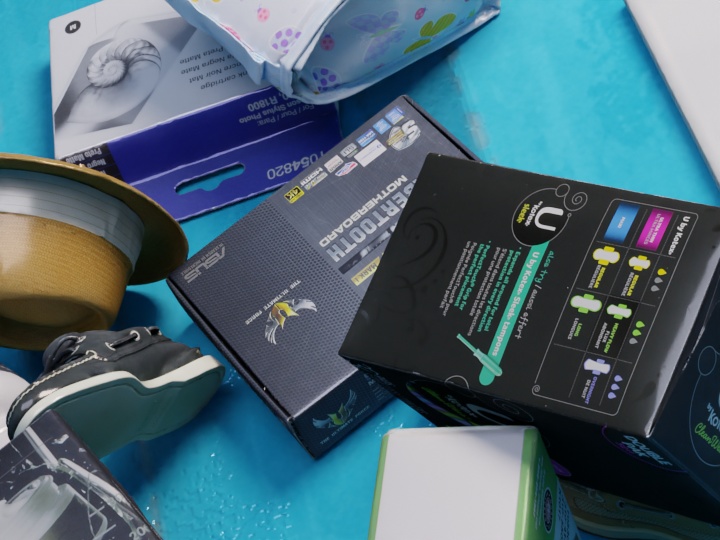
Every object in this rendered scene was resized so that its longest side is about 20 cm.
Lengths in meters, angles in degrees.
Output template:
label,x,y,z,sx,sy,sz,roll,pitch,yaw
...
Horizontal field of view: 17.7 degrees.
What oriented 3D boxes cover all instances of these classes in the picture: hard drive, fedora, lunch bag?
label,x,y,z,sx,sy,sz,roll,pitch,yaw
hard drive,0.254,-0.139,1.449,0.132,0.027,0.200,-24,49,5
fedora,-0.210,-0.003,1.450,0.200,0.201,0.082,-3,63,21
lunch bag,-0.028,-0.210,1.522,0.200,0.127,0.170,-31,55,-26

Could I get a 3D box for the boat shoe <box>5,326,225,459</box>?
label,x,y,z,sx,sy,sz,roll,pitch,yaw
boat shoe,-0.157,0.065,1.368,0.066,0.199,0.075,41,117,18

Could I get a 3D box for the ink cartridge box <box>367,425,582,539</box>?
label,x,y,z,sx,sy,sz,roll,pitch,yaw
ink cartridge box,0.067,0.191,1.165,0.084,0.200,0.145,-4,53,17

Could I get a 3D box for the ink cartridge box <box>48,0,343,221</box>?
label,x,y,z,sx,sy,sz,roll,pitch,yaw
ink cartridge box,-0.117,-0.126,1.594,0.199,0.041,0.200,-19,50,9

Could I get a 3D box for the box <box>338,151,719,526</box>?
label,x,y,z,sx,sy,sz,roll,pitch,yaw
box,0.121,0.037,1.175,0.200,0.149,0.124,13,73,41

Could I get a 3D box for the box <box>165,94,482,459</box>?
label,x,y,z,sx,sy,sz,roll,pitch,yaw
box,0.000,0.000,1.438,0.200,0.051,0.158,-38,50,-6

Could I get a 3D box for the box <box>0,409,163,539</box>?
label,x,y,z,sx,sy,sz,roll,pitch,yaw
box,-0.171,0.219,1.237,0.200,0.124,0.197,-40,46,-8

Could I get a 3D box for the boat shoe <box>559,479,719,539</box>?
label,x,y,z,sx,sy,sz,roll,pitch,yaw
boat shoe,0.164,0.109,1.265,0.200,0.076,0.072,14,62,32

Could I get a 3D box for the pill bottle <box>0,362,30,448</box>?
label,x,y,z,sx,sy,sz,roll,pitch,yaw
pill bottle,-0.261,0.102,1.430,0.200,0.120,0.120,30,70,37
